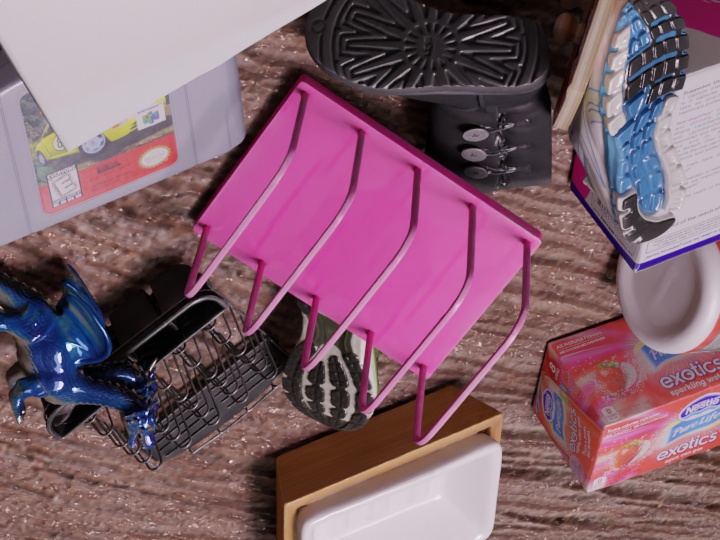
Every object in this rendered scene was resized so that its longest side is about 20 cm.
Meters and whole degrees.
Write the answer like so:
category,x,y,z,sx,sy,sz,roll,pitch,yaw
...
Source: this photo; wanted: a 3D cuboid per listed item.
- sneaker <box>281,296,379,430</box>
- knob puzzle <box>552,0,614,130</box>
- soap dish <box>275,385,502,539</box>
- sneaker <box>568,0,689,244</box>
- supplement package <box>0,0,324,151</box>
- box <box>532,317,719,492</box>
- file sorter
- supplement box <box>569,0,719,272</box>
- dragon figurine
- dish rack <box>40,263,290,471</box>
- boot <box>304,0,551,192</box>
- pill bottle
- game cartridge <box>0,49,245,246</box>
category,x,y,z,sx,sy,sz,roll,pitch,yaw
sneaker,-0.005,0.034,1.604,0.089,0.076,0.201,-54,159,-45
knob puzzle,0.147,-0.180,1.415,0.030,0.220,0.221,18,133,1
soap dish,0.018,0.188,1.808,0.199,0.081,0.158,-21,144,-18
sneaker,0.172,-0.114,1.496,0.075,0.087,0.201,-26,136,-24
supplement package,-0.135,-0.212,1.146,0.190,0.147,0.200,-31,145,-4
box,0.261,0.097,1.879,0.199,0.103,0.095,-16,142,-21
file sorter,0.000,0.000,1.444,0.199,0.126,0.139,33,117,-12
supplement box,0.230,-0.113,1.600,0.103,0.101,0.201,-20,144,-19
dragon figurine,-0.199,0.037,1.445,0.099,0.059,0.201,-23,113,-2
dish rack,-0.133,0.082,1.584,0.153,0.055,0.200,-37,146,6
boot,0.051,-0.116,1.480,0.163,0.066,0.200,11,167,8
pill bottle,0.317,0.007,1.802,0.199,0.116,0.116,-2,135,-38
game cartridge,-0.167,-0.098,1.353,0.199,0.041,0.134,-24,138,-15
